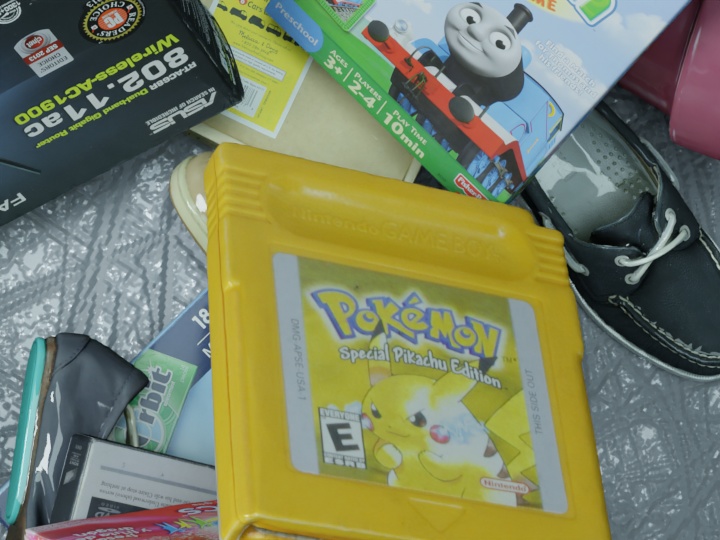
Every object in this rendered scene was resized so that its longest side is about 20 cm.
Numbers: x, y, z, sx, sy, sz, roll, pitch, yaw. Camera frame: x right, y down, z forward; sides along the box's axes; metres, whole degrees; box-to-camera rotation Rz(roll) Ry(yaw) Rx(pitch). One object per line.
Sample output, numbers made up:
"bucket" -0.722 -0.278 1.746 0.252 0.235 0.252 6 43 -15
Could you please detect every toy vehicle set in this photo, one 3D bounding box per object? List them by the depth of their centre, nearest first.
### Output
"toy vehicle set" -0.048 -0.118 1.146 0.200 0.027 0.124 27 84 -4

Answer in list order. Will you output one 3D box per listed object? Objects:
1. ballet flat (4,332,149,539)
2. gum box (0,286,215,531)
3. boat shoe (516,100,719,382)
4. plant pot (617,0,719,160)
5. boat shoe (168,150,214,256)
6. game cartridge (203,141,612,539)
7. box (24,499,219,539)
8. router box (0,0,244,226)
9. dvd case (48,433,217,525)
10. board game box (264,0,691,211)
"ballet flat" -0.139 0.129 1.058 0.073 0.073 0.200 15 82 -5
"gum box" -0.050 0.124 1.121 0.170 0.045 0.200 -44 91 -6
"boat shoe" 0.123 -0.026 1.141 0.200 0.060 0.076 45 84 -2
"plant pot" 0.147 -0.167 1.099 0.179 0.200 0.200 22 84 12
"boat shoe" 0.000 0.000 1.110 0.200 0.073 0.063 36 121 -14
"game cartridge" 0.020 0.042 1.015 0.176 0.032 0.200 11 51 -22
"box" -0.036 0.155 1.007 0.200 0.095 0.103 -4 97 -33
"router box" -0.171 -0.090 1.046 0.200 0.150 0.062 -27 59 6
"dvd case" -0.087 0.186 1.048 0.150 0.025 0.200 17 85 -33
"board game box" 0.056 -0.130 1.045 0.151 0.200 0.037 44 49 4
